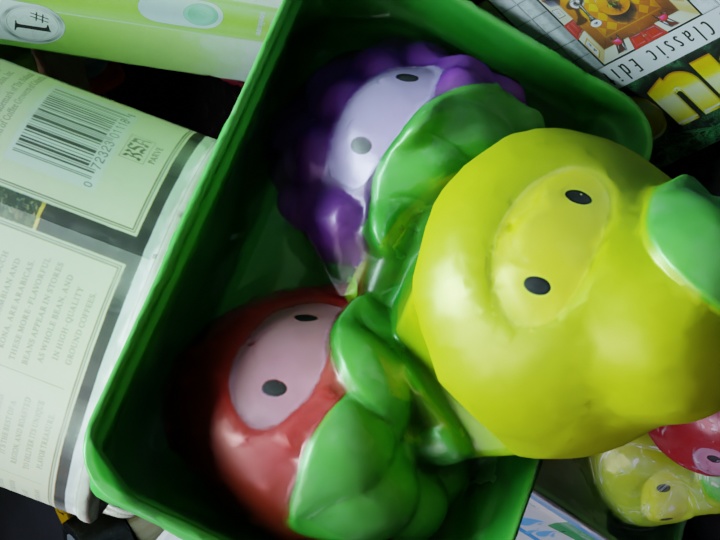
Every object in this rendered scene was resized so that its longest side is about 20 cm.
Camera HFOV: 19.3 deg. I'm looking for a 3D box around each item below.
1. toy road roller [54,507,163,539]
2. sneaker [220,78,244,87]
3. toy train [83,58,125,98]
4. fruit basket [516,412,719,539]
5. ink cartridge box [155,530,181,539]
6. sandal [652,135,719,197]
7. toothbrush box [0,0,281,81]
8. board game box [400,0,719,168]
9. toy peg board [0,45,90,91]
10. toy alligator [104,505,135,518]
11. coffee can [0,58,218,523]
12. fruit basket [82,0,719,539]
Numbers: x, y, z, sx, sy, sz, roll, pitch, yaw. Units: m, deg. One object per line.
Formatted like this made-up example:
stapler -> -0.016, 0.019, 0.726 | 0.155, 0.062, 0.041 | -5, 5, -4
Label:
toy road roller -> -0.142, 0.080, 1.207 | 0.146, 0.123, 0.200 | 36, 147, 52
sneaker -> -0.059, -0.121, 0.850 | 0.077, 0.200, 0.084 | -163, 87, -74
toy train -> -0.130, -0.151, 1.004 | 0.150, 0.056, 0.200 | 63, 165, 0
fruit basket -> 0.108, 0.053, 0.780 | 0.185, 0.094, 0.200 | 34, 159, -32
ink cartridge box -> 0.025, 0.144, 0.913 | 0.200, 0.084, 0.145 | 46, 135, 6
sandal -> 0.114, -0.037, 0.768 | 0.048, 0.075, 0.200 | 37, 170, -28
toothbrush box -> -0.032, -0.141, 0.737 | 0.146, 0.199, 0.086 | 110, 166, -54
board game box -> 0.092, -0.083, 0.687 | 0.105, 0.023, 0.200 | 38, 138, -25
toy peg board -> -0.213, -0.097, 1.081 | 0.200, 0.098, 0.199 | 55, 163, 33
toy alligator -> -0.044, 0.115, 1.104 | 0.199, 0.059, 0.054 | 9, 100, 11
coffee can -> -0.162, -0.012, 0.754 | 0.200, 0.147, 0.146 | 21, 145, 2
fruit basket -> 0.022, 0.005, 0.637 | 0.155, 0.216, 0.216 | 28, 154, -14
